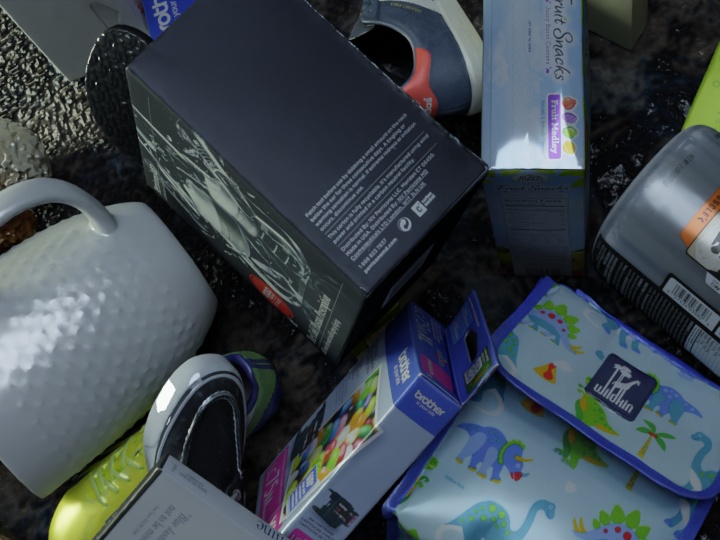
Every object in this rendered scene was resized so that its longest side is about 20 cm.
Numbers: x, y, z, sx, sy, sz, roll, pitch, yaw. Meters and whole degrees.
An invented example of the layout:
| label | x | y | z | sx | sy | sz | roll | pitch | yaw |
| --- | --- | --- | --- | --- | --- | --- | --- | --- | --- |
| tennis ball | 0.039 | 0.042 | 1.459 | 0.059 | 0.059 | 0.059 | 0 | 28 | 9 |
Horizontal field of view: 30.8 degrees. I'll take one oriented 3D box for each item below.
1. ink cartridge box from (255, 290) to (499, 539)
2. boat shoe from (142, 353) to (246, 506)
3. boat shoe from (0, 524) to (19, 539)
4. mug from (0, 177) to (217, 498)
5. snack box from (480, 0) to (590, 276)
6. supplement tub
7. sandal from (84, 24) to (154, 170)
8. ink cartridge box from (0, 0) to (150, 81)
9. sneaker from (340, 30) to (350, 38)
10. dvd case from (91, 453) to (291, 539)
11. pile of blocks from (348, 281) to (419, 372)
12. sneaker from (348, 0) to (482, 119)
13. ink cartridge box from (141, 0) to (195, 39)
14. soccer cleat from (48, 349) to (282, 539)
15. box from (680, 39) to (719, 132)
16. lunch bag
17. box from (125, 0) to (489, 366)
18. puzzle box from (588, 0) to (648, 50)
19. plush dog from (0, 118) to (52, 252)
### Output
| label | x | y | z | sx | sy | sz | roll | pitch | yaw |
| --- | --- | --- | --- | --- | --- | --- | --- | --- | --- |
| ink cartridge box | 0.005 | 0.098 | 0.825 | 0.042 | 0.120 | 0.200 | 38 | 105 | -14 |
| boat shoe | -0.102 | 0.154 | 0.838 | 0.068 | 0.071 | 0.203 | 34 | 117 | 45 |
| boat shoe | -0.305 | 0.142 | 0.928 | 0.199 | 0.072 | 0.073 | 31 | 80 | 19 |
| mug | -0.199 | 0.025 | 0.879 | 0.175 | 0.201 | 0.147 | -38 | 46 | -11 |
| snack box | 0.117 | -0.105 | 0.853 | 0.067 | 0.200 | 0.171 | -1 | 73 | 11 |
| supplement tub | 0.255 | 0.012 | 0.829 | 0.200 | 0.123 | 0.123 | 41 | 84 | 18 |
| sandal | -0.121 | -0.091 | 0.930 | 0.074 | 0.200 | 0.045 | -27 | 28 | 24 |
| ink cartridge box | -0.236 | -0.272 | 1.005 | 0.083 | 0.145 | 0.203 | -20 | 70 | 5 |
| sneaker | -0.076 | -0.111 | 0.957 | 0.197 | 0.072 | 0.084 | -21 | 62 | 4 |
| dvd case | -0.074 | 0.211 | 0.801 | 0.199 | 0.018 | 0.143 | 36 | 123 | -9 |
| pile of blocks | 0.000 | 0.000 | 0.917 | 0.081 | 0.062 | 0.203 | -19 | 70 | 5 |
| sneaker | 0.018 | -0.183 | 0.940 | 0.083 | 0.076 | 0.201 | -17 | 50 | -13 |
| ink cartridge box | -0.133 | -0.262 | 1.035 | 0.093 | 0.044 | 0.203 | -18 | 70 | 7 |
| soccer cleat | -0.140 | 0.123 | 0.894 | 0.199 | 0.084 | 0.065 | -39 | 70 | -2 |
| box | 0.313 | -0.153 | 0.909 | 0.121 | 0.048 | 0.202 | 22 | 78 | 16 |
| lunch bag | 0.133 | 0.124 | 0.822 | 0.169 | 0.128 | 0.201 | 33 | 72 | 13 |
| box | -0.038 | -0.057 | 0.789 | 0.182 | 0.200 | 0.104 | 44 | 75 | 6 |
| puzzle box | 0.115 | -0.241 | 0.932 | 0.199 | 0.133 | 0.026 | 32 | 81 | 18 |
| plush dog | -0.325 | -0.045 | 0.926 | 0.198 | 0.161 | 0.173 | -29 | 47 | 0 |
